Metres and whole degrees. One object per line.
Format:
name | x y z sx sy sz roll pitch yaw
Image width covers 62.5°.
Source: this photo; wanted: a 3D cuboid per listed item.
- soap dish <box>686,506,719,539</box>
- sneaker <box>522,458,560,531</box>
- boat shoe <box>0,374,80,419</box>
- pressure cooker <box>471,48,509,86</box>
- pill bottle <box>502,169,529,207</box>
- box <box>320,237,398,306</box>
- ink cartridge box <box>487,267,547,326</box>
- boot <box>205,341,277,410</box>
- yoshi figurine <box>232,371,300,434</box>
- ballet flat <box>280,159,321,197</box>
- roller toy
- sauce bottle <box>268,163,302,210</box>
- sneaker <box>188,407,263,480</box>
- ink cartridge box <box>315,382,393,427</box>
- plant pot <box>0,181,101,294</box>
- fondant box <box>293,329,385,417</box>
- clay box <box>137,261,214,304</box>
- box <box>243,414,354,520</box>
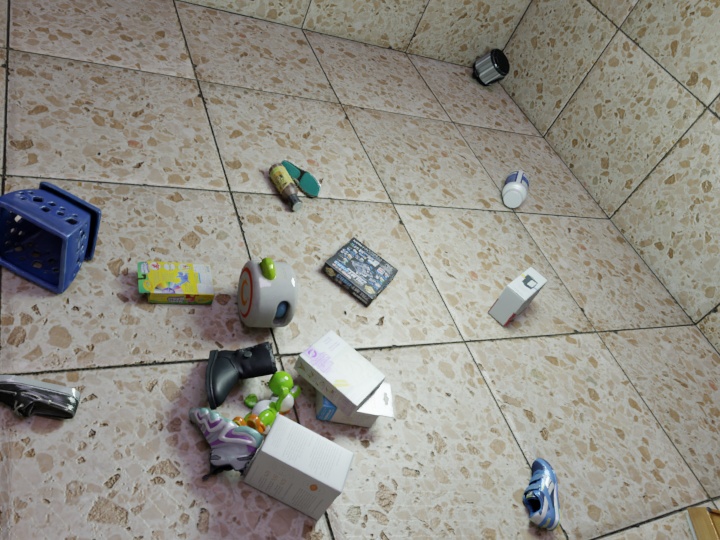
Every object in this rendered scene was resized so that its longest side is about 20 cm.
soap dish | 1.091 0.798 1.769 0.198 0.082 0.158 18 42 -12
sneaker | 0.490 0.602 1.622 0.082 0.074 0.201 18 41 -10
boat shoe | -0.704 0.272 1.256 0.198 0.071 0.064 14 41 -20
pressure cooker | 0.769 -1.205 3.549 0.175 0.199 0.180 28 58 -33
pill bottle | 0.708 -0.369 2.713 0.110 0.111 0.200 30 40 1
box | 0.000 0.000 1.966 0.199 0.050 0.199 37 41 7
ink cartridge box | 0.564 0.093 2.129 0.083 0.146 0.199 42 41 18
boot | -0.289 0.250 1.457 0.166 0.077 0.201 -8 29 -5
yoshi figurine | -0.227 0.320 1.464 0.112 0.113 0.200 34 36 16
ballet flat | -0.210 -0.344 2.186 0.200 0.072 0.072 41 42 13
roller toy | -0.255 0.066 1.649 0.139 0.200 0.184 3 82 -27
sauce bottle | -0.262 -0.295 2.102 0.064 0.065 0.201 -8 52 -36
sneaker | -0.332 0.401 1.345 0.198 0.078 0.141 14 67 25
ink cartridge box | -0.017 0.347 1.586 0.198 0.068 0.116 14 42 -17
plant pot | -0.779 -0.096 1.497 0.199 0.201 0.180 27 35 -2
fondant box | -0.054 0.266 1.552 0.199 0.059 0.144 38 40 15
clay box | -0.510 0.034 1.632 0.198 0.048 0.116 3 47 -26
box | -0.139 0.447 1.346 0.199 0.153 0.107 28 39 -2
